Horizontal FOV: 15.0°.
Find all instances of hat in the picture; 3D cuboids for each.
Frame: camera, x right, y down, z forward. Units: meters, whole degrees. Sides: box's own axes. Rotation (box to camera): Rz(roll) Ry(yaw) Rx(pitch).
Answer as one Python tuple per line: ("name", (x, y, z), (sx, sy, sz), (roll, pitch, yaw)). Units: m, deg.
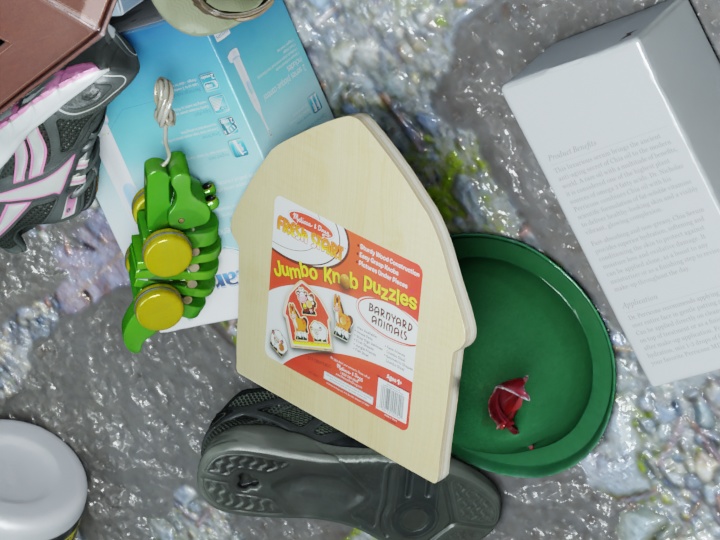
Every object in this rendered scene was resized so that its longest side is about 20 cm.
("hat", (0.049, 0.082, 1.648), (0.165, 0.176, 0.201), (23, 127, 19))

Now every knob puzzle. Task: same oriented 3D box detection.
("knob puzzle", (0.000, 0.000, 1.610), (0.219, 0.030, 0.220), (20, 119, 42))

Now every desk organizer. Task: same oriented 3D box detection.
("desk organizer", (-0.212, -0.152, 1.590), (0.077, 0.072, 0.200), (29, 153, -21))

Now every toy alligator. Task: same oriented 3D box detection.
("toy alligator", (-0.109, -0.030, 1.663), (0.054, 0.059, 0.200), (1, 126, -15))

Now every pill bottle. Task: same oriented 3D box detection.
("pill bottle", (-0.271, 0.214, 1.986), (0.112, 0.112, 0.200), (32, 130, 14))

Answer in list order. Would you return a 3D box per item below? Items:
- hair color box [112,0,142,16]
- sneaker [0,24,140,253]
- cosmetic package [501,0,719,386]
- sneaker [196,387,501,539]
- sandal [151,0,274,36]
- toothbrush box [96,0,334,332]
("hair color box", (-0.207, -0.202, 1.705), (0.199, 0.099, 0.061), (1, 118, 33))
("sneaker", (-0.188, -0.078, 1.685), (0.086, 0.080, 0.200), (37, 137, -18))
("cosmetic package", (0.176, -0.044, 1.560), (0.101, 0.071, 0.200), (-17, 106, 39))
("sneaker", (-0.005, 0.120, 1.787), (0.199, 0.114, 0.076), (9, 120, -3))
("sandal", (-0.069, -0.176, 1.526), (0.080, 0.057, 0.201), (40, 151, -15))
("toothbrush box", (-0.093, -0.074, 1.714), (0.146, 0.085, 0.201), (-13, 108, 38))
